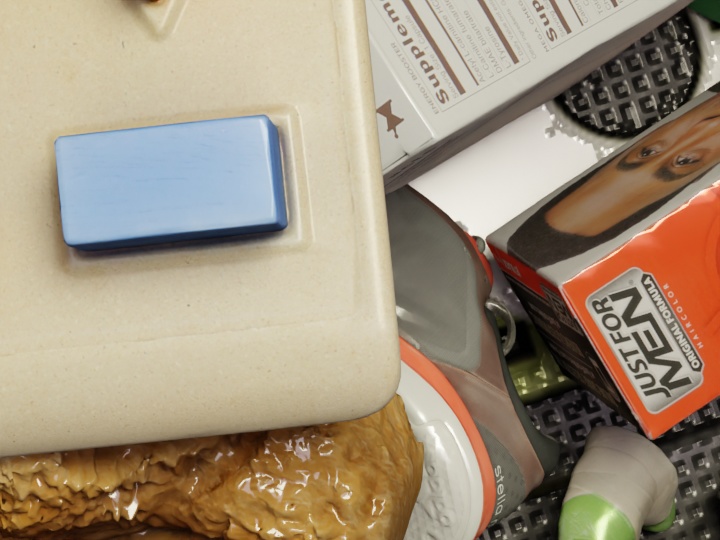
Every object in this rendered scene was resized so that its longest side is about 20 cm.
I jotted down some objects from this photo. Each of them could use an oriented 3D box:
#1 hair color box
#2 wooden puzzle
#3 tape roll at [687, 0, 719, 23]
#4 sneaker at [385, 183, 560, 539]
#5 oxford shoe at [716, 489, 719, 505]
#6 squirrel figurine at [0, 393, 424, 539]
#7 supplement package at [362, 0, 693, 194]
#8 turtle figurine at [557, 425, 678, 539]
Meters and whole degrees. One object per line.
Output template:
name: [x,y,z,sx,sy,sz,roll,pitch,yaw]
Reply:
hair color box: [0.146,-0.034,0.752,0.199,0.102,0.061,-34,104,-4]
wooden puzzle: [-0.090,-0.052,0.589,0.184,0.046,0.202,-6,92,3]
tape roll: [0.166,-0.184,0.835,0.199,0.048,0.202,1,83,-9]
sneaker: [0.000,0.000,0.786,0.082,0.077,0.201,-19,79,-42]
oxford shoe: [0.186,0.010,0.803,0.084,0.073,0.201,30,79,-3]
squirrel figurine: [-0.085,0.086,0.706,0.185,0.142,0.201,18,117,11]
supplement package: [0.013,-0.091,0.716,0.200,0.114,0.110,-32,89,-50]
turtle figurine: [0.082,0.163,0.749,0.200,0.144,0.194,44,60,-18]
